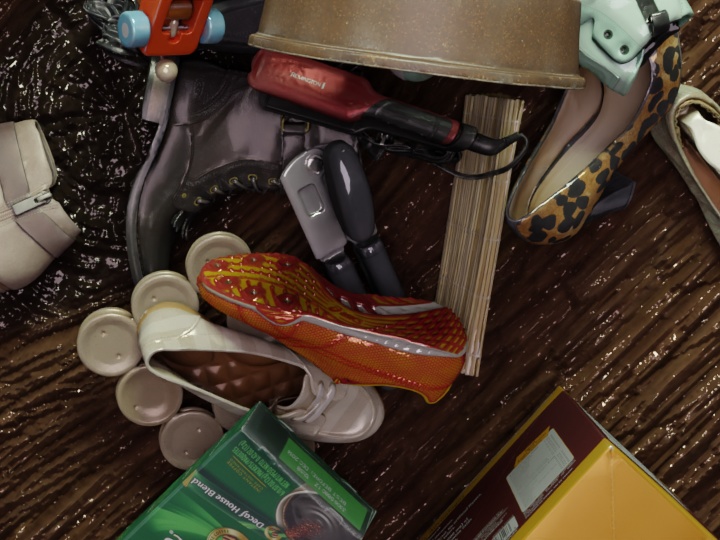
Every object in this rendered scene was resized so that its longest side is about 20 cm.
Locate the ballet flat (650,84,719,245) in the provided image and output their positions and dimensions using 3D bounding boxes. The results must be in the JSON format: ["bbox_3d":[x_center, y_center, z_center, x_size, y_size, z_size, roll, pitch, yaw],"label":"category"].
[{"bbox_3d":[0.285,-0.053,0.967,0.067,0.062,0.200,-42,95,3],"label":"ballet flat"}]

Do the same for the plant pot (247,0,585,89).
[{"bbox_3d":[0.045,-0.215,0.741,0.198,0.200,0.200,8,102,-1],"label":"plant pot"}]

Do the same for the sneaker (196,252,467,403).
[{"bbox_3d":[-0.025,0.045,0.916,0.198,0.073,0.078,21,127,6],"label":"sneaker"}]

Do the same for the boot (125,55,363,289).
[{"bbox_3d":[-0.082,-0.068,0.964,0.172,0.069,0.202,8,103,-9],"label":"boot"}]

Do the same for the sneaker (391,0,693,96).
[{"bbox_3d":[0.121,-0.155,0.865,0.199,0.074,0.119,-31,80,11],"label":"sneaker"}]

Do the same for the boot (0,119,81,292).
[{"bbox_3d":[-0.304,-0.074,0.965,0.145,0.070,0.201,-27,96,-4],"label":"boot"}]

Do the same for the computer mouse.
[{"bbox_3d":[-0.094,-0.181,0.936,0.198,0.139,0.053,-15,118,-11],"label":"computer mouse"}]

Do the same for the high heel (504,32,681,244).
[{"bbox_3d":[0.158,-0.117,0.903,0.071,0.142,0.202,23,119,36],"label":"high heel"}]

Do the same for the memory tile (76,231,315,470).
[{"bbox_3d":[-0.102,0.081,0.977,0.153,0.017,0.201,-36,111,3],"label":"memory tile"}]

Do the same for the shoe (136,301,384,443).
[{"bbox_3d":[-0.071,0.085,0.946,0.199,0.053,0.070,22,104,-16],"label":"shoe"}]

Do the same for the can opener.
[{"bbox_3d":[0.000,0.000,0.949,0.052,0.066,0.201,-27,115,-9],"label":"can opener"}]

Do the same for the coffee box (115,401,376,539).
[{"bbox_3d":[-0.096,0.201,0.961,0.123,0.044,0.200,44,119,-6],"label":"coffee box"}]

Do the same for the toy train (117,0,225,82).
[{"bbox_3d":[-0.066,-0.205,0.848,0.199,0.151,0.056,-14,52,-34],"label":"toy train"}]

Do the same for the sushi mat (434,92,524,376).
[{"bbox_3d":[0.082,-0.031,0.953,0.012,0.096,0.202,7,96,-17],"label":"sushi mat"}]

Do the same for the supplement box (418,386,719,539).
[{"bbox_3d":[0.139,0.215,0.923,0.133,0.200,0.197,42,94,-4],"label":"supplement box"}]

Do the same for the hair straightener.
[{"bbox_3d":[0.021,-0.106,0.911,0.198,0.077,0.041,14,75,10],"label":"hair straightener"}]
